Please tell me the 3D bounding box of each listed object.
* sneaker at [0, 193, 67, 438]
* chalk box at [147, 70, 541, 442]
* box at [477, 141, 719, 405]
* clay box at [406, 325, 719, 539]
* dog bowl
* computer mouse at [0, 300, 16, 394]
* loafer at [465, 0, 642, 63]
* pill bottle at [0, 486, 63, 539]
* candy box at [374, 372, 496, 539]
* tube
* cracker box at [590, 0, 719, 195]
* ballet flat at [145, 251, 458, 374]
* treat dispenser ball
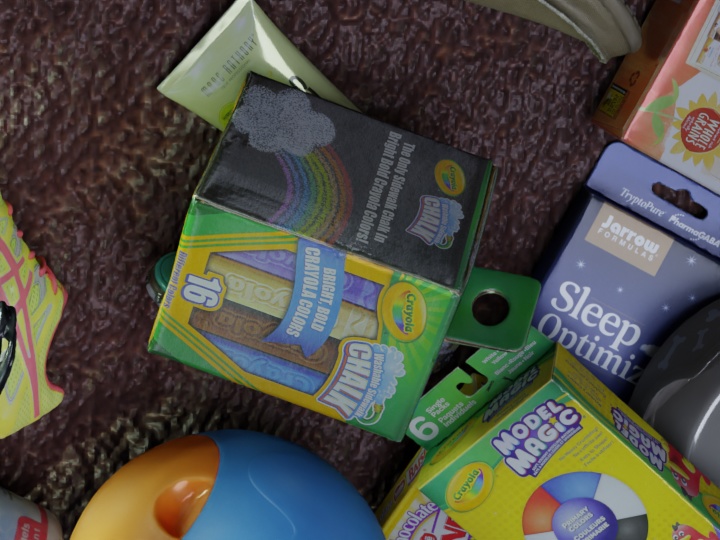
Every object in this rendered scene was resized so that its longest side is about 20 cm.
[{"bbox_3d":[-0.212,0.002,1.467,0.090,0.078,0.202,-14,112,-34],"label":"sneaker"},{"bbox_3d":[0.000,0.000,1.438,0.199,0.125,0.124,21,131,-1],"label":"chalk box"},{"bbox_3d":[0.157,0.034,1.575,0.121,0.032,0.201,27,98,-13],"label":"box"},{"bbox_3d":[0.124,0.130,1.494,0.200,0.048,0.115,41,118,-15],"label":"clay box"},{"bbox_3d":[0.248,0.100,1.576,0.199,0.059,0.202,-13,119,-24],"label":"dog bowl"},{"bbox_3d":[-0.264,0.052,1.423,0.053,0.199,0.139,12,102,-54],"label":"computer mouse"},{"bbox_3d":[0.075,-0.179,1.464,0.200,0.076,0.068,38,100,-14],"label":"loafer"},{"bbox_3d":[-0.281,0.150,1.481,0.199,0.109,0.109,28,103,-23],"label":"pill bottle"},{"bbox_3d":[0.068,0.150,1.579,0.102,0.027,0.201,20,127,-17],"label":"candy box"},{"bbox_3d":[-0.020,-0.072,1.494,0.200,0.052,0.058,40,64,-20],"label":"tube"},{"bbox_3d":[0.256,-0.100,1.542,0.199,0.058,0.135,27,96,-22],"label":"cracker box"},{"bbox_3d":[-0.035,0.036,1.526,0.199,0.072,0.073,7,110,-16],"label":"ballet flat"},{"bbox_3d":[-0.078,0.194,1.501,0.199,0.201,0.202,-5,113,-12],"label":"treat dispenser ball"}]
